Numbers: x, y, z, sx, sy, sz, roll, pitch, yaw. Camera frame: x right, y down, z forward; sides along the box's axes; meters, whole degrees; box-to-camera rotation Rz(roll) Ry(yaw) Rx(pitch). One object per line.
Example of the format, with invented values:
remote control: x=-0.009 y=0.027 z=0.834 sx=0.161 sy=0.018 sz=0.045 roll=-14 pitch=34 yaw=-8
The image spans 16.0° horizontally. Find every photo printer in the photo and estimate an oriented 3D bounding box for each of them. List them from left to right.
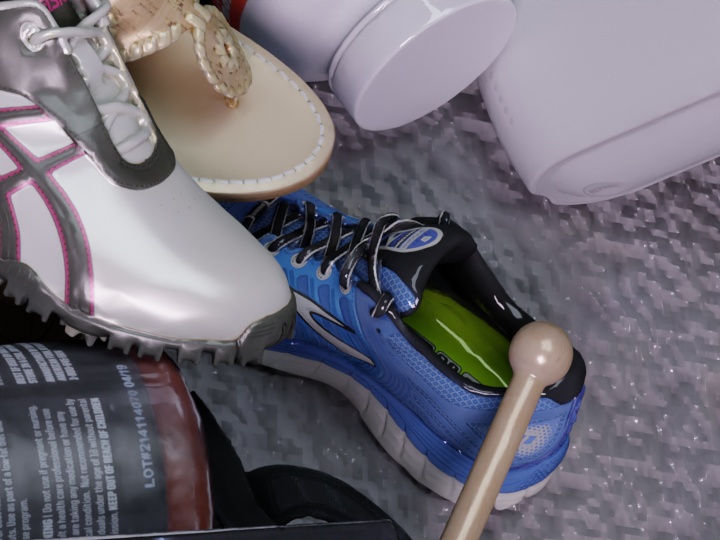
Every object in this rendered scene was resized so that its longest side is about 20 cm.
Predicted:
photo printer: x=0.129 y=-0.126 z=1.016 sx=0.069 sy=0.200 sz=0.167 roll=19 pitch=55 yaw=-52

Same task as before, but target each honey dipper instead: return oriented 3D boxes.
honey dipper: x=0.027 y=0.106 z=0.861 sx=0.038 sy=0.038 sz=0.200 roll=26 pitch=74 yaw=-2

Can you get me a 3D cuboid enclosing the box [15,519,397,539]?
box: x=-0.084 y=0.157 z=0.725 sx=0.163 sy=0.200 sz=0.086 roll=0 pitch=57 yaw=-22

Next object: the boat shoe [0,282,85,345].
boat shoe: x=-0.124 y=-0.059 z=0.944 sx=0.065 sy=0.073 sz=0.201 roll=12 pitch=56 yaw=-58

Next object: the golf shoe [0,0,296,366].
golf shoe: x=-0.100 y=-0.044 z=0.835 sx=0.200 sy=0.088 sz=0.077 roll=34 pitch=29 yaw=5

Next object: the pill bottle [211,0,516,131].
pill bottle: x=-0.026 y=-0.155 z=1.022 sx=0.112 sy=0.113 sz=0.200 roll=-23 pitch=67 yaw=-32

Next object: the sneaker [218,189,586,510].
sneaker: x=0.000 y=0.000 z=0.938 sx=0.200 sy=0.089 sz=0.079 roll=32 pitch=50 yaw=2

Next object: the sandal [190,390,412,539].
sandal: x=-0.011 y=0.091 z=0.830 sx=0.048 sy=0.075 sz=0.200 roll=-33 pitch=37 yaw=-6

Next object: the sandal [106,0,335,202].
sandal: x=-0.100 y=-0.098 z=0.881 sx=0.211 sy=0.070 sz=0.078 roll=29 pitch=56 yaw=2

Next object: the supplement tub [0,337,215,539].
supplement tub: x=-0.154 y=0.079 z=0.814 sx=0.199 sy=0.107 sz=0.107 roll=-3 pitch=58 yaw=-23
